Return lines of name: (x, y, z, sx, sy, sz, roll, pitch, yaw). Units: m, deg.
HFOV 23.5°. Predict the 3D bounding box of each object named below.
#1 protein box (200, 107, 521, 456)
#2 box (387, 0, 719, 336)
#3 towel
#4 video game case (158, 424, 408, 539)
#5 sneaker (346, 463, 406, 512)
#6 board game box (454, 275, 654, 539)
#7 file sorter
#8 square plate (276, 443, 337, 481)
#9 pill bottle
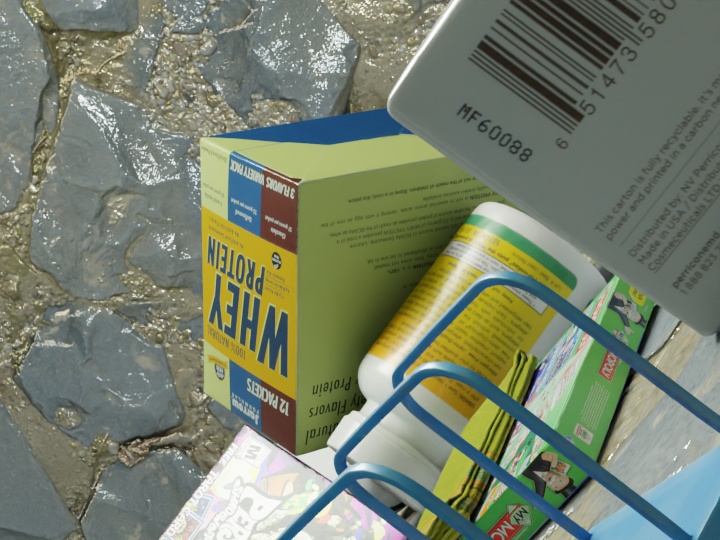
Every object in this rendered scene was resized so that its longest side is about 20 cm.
protein box: (0.000, 0.000, 1.266, 0.198, 0.135, 0.200, -12, -66, -32)
box: (0.155, -0.116, 0.859, 0.199, 0.200, 0.171, -54, 2, 18)
towel: (0.055, 0.117, 0.996, 0.086, 0.018, 0.200, -53, 0, 29)
video game case: (-0.076, 0.225, 1.181, 0.200, 0.181, 0.036, -53, -43, -10)
sneaker: (0.061, 0.105, 1.394, 0.200, 0.075, 0.115, -59, 3, -20)
board game box: (0.102, 0.093, 0.976, 0.135, 0.029, 0.200, -52, 1, 34)
file sorter: (0.030, 0.119, 0.607, 0.200, 0.123, 0.139, -53, 1, -31)
square plate: (0.015, 0.128, 1.560, 0.198, 0.028, 0.200, -14, 35, 40)
pill bottle: (0.069, 0.062, 1.179, 0.200, 0.113, 0.113, -54, 1, -7)
